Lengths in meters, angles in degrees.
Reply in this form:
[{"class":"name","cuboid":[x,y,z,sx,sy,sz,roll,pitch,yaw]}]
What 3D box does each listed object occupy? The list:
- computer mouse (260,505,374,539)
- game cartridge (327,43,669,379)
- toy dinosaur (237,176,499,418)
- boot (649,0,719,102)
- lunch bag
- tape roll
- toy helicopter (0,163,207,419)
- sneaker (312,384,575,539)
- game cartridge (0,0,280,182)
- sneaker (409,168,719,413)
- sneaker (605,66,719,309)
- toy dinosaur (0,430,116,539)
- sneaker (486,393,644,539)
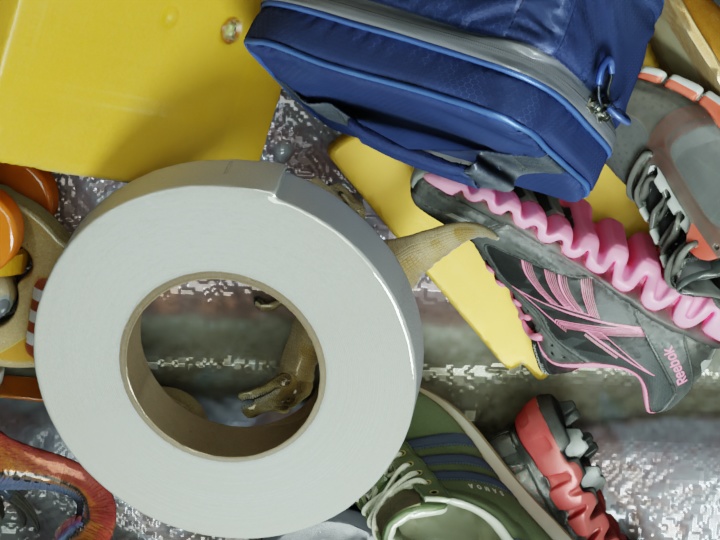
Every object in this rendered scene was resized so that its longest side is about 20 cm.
[{"class":"computer mouse","cuboid":[0.010,0.205,1.525,0.138,0.053,0.200,-33,109,8]},{"class":"game cartridge","cuboid":[0.111,-0.063,1.494,0.200,0.032,0.176,-39,101,5]},{"class":"toy dinosaur","cuboid":[0.000,0.000,1.461,0.200,0.058,0.101,-41,77,33]},{"class":"boot","cuboid":[0.248,-0.116,1.454,0.144,0.071,0.201,-40,107,-8]},{"class":"lunch bag","cuboid":[0.051,-0.112,1.383,0.199,0.136,0.133,19,82,30]},{"class":"tape roll","cuboid":[-0.067,0.041,1.396,0.202,0.037,0.204,4,116,8]},{"class":"toy helicopter","cuboid":[-0.169,0.043,1.464,0.200,0.079,0.132,41,110,-3]},{"class":"sneaker","cuboid":[0.034,0.121,1.441,0.200,0.090,0.067,42,111,24]},{"class":"game cartridge","cuboid":[-0.107,-0.133,1.392,0.199,0.032,0.177,8,102,-49]},{"class":"sneaker","cuboid":[0.106,0.010,1.462,0.199,0.079,0.096,29,113,-6]},{"class":"sneaker","cuboid":[0.176,-0.032,1.413,0.200,0.077,0.082,35,65,18]},{"class":"toy dinosaur","cuboid":[-0.220,0.099,1.417,0.180,0.105,0.201,0,134,11]},{"class":"sneaker","cuboid":[0.112,0.170,1.515,0.098,0.071,0.201,-26,104,7]}]
